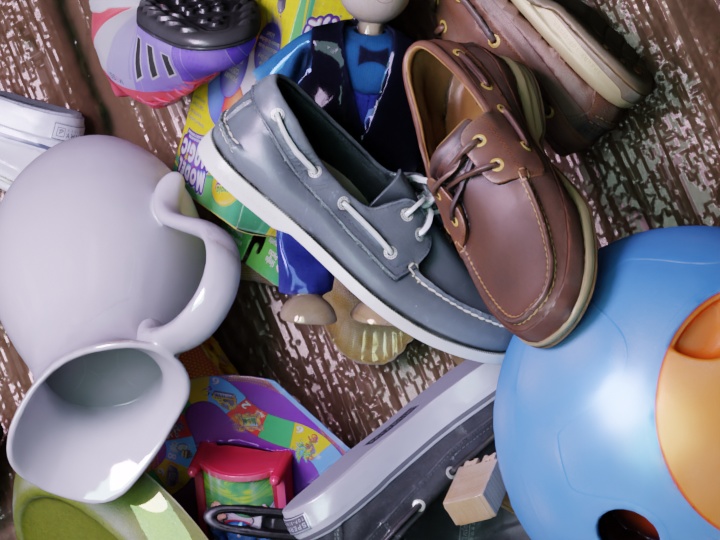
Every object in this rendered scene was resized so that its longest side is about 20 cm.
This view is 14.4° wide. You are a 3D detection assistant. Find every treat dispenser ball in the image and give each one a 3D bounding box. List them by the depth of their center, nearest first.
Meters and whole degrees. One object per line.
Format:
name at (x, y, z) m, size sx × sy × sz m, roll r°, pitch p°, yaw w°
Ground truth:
treat dispenser ball at (0.168, 0.077, 1.442) m, size 0.201 × 0.201 × 0.201 m, roll 1°, pitch 92°, yaw 25°

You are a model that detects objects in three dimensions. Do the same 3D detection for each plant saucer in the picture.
plant saucer at (-0.134, 0.179, 1.613) m, size 0.200 × 0.031 × 0.200 m, roll 34°, pitch 146°, yaw 27°

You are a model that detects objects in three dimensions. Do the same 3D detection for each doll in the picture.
doll at (0.003, -0.072, 1.529) m, size 0.136 × 0.048 × 0.200 m, roll 2°, pitch 99°, yaw -9°

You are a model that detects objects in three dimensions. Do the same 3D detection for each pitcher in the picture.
pitcher at (-0.126, 0.002, 1.548) m, size 0.172 × 0.121 × 0.200 m, roll -43°, pitch 32°, yaw 25°

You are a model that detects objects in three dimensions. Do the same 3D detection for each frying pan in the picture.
frying pan at (0.023, 0.131, 1.553) m, size 0.190 × 0.031 × 0.115 m, roll 30°, pitch 77°, yaw -11°

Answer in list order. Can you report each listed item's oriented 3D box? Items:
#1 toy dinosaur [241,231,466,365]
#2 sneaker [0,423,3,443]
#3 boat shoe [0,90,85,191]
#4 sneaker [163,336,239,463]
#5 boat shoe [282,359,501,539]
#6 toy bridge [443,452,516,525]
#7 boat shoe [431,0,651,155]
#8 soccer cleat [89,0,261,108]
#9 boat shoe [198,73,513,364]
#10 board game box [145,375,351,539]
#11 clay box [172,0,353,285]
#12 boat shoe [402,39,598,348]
toy dinosaur at (0.000, 0.000, 1.597) m, size 0.200 × 0.058 × 0.101 m, roll 18°, pitch 100°, yaw 24°
sneaker at (-0.300, 0.089, 1.747) m, size 0.200 × 0.077 × 0.082 m, roll 22°, pitch 74°, yaw 22°
boat shoe at (-0.263, -0.088, 1.707) m, size 0.200 × 0.074 × 0.067 m, roll 18°, pitch 97°, yaw 23°
sneaker at (-0.099, 0.065, 1.641) m, size 0.200 × 0.073 × 0.077 m, roll 33°, pitch 91°, yaw 16°
boat shoe at (0.048, 0.093, 1.524) m, size 0.200 × 0.069 × 0.057 m, roll -37°, pitch 95°, yaw -16°
toy bridge at (0.113, 0.175, 1.520) m, size 0.027 × 0.067 × 0.200 m, roll -20°, pitch 116°, yaw 33°
boat shoe at (0.068, -0.146, 1.546) m, size 0.200 × 0.072 × 0.068 m, roll 47°, pitch 109°, yaw 14°
soccer cleat at (-0.103, -0.122, 1.592) m, size 0.200 × 0.068 × 0.073 m, roll -154°, pitch 58°, yaw -65°
boat shoe at (0.011, -0.026, 1.471) m, size 0.200 × 0.073 × 0.062 m, roll 37°, pitch 111°, yaw -4°
board game box at (-0.059, 0.152, 1.588) m, size 0.200 × 0.039 × 0.158 m, roll 43°, pitch 122°, yaw -11°
clay box at (-0.052, -0.101, 1.592) m, size 0.115 × 0.048 × 0.200 m, roll 33°, pitch 108°, yaw 63°
boat shoe at (0.063, -0.042, 1.433) m, size 0.072 × 0.068 × 0.200 m, roll -45°, pitch 39°, yaw 27°
